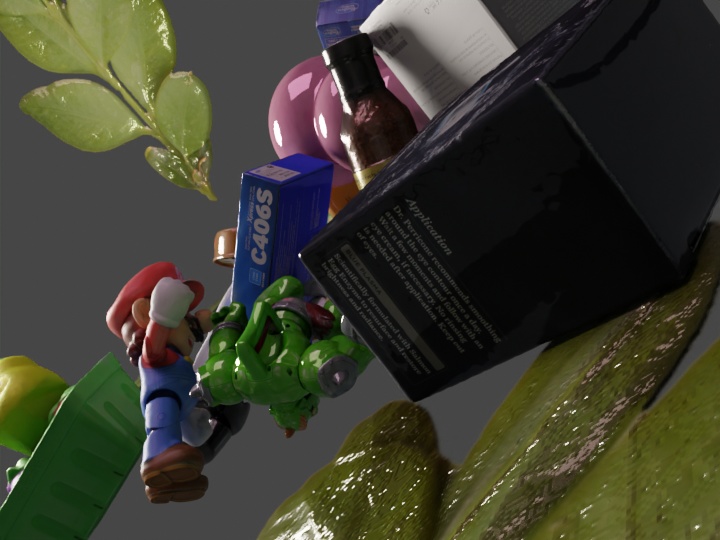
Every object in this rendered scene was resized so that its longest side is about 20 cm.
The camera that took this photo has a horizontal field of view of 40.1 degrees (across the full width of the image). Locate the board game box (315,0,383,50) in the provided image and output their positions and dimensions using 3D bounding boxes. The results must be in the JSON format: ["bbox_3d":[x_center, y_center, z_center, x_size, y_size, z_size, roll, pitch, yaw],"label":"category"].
[{"bbox_3d":[0.072,-0.211,1.059,0.195,0.200,0.044,-4,53,14],"label":"board game box"}]

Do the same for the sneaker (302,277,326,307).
[{"bbox_3d":[0.000,0.000,0.927,0.114,0.076,0.200,-38,10,6],"label":"sneaker"}]

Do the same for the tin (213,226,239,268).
[{"bbox_3d":[-0.074,-0.026,1.154,0.195,0.043,0.112,0,-12,4],"label":"tin"}]

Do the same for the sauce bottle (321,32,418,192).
[{"bbox_3d":[0.025,-0.084,0.777,0.065,0.204,0.066,-19,4,1],"label":"sauce bottle"}]

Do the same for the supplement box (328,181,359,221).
[{"bbox_3d":[0.017,-0.070,1.092,0.069,0.067,0.199,-46,-11,36],"label":"supplement box"}]

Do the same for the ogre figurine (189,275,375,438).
[{"bbox_3d":[-0.053,0.056,0.757,0.196,0.100,0.120,10,36,20],"label":"ogre figurine"}]

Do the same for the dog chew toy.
[{"bbox_3d":[0.000,-0.144,0.924,0.125,0.126,0.198,-44,27,-28],"label":"dog chew toy"}]

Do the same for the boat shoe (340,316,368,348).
[{"bbox_3d":[0.050,-0.014,0.702,0.061,0.074,0.201,1,38,32],"label":"boat shoe"}]

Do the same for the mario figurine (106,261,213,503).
[{"bbox_3d":[-0.148,0.083,0.831,0.105,0.204,0.123,13,-37,-40],"label":"mario figurine"}]

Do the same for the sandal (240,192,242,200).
[{"bbox_3d":[-0.060,-0.078,1.119,0.079,0.055,0.198,-4,-10,39],"label":"sandal"}]

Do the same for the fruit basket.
[{"bbox_3d":[-0.335,0.174,1.046,0.215,0.217,0.156,-39,7,14],"label":"fruit basket"}]

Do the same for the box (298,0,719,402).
[{"bbox_3d":[0.100,-0.054,0.564,0.199,0.118,0.197,-32,11,45],"label":"box"}]

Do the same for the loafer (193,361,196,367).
[{"bbox_3d":[-0.147,0.111,1.108,0.200,0.070,0.070,-44,9,47],"label":"loafer"}]

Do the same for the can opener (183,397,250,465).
[{"bbox_3d":[-0.166,0.149,0.976,0.079,0.064,0.199,-45,8,-28],"label":"can opener"}]

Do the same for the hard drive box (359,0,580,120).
[{"bbox_3d":[0.110,-0.150,0.735,0.077,0.201,0.155,-41,8,-21],"label":"hard drive box"}]

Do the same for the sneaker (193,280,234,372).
[{"bbox_3d":[-0.113,0.059,1.005,0.202,0.070,0.073,-62,1,35],"label":"sneaker"}]

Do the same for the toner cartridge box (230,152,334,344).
[{"bbox_3d":[-0.075,0.002,0.909,0.095,0.042,0.204,-28,-49,-56],"label":"toner cartridge box"}]

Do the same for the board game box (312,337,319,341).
[{"bbox_3d":[-0.070,0.030,1.061,0.029,0.098,0.200,-7,-5,-17],"label":"board game box"}]

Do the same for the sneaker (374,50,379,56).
[{"bbox_3d":[0.054,-0.148,1.031,0.074,0.201,0.080,-1,50,28],"label":"sneaker"}]
